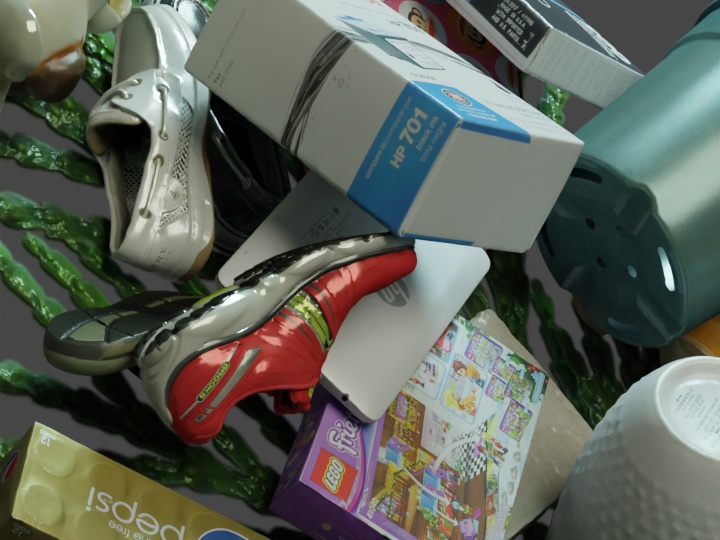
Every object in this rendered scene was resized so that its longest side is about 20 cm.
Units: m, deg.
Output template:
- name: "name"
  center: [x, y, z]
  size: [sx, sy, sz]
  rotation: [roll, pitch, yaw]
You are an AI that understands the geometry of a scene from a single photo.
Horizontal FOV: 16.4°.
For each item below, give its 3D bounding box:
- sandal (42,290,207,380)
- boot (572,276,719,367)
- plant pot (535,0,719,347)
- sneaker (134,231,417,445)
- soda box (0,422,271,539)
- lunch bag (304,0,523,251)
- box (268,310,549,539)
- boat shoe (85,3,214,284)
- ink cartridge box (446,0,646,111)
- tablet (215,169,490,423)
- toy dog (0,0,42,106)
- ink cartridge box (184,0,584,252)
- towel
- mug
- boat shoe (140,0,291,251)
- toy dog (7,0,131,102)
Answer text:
- name: "sandal"
  center: [-0.116, 0.048, 1.480]
  size: [0.200, 0.079, 0.058]
  rotation: [-11, 106, -52]
- name: "boot"
  center: [0.260, 0.045, 1.764]
  size: [0.143, 0.071, 0.201]
  rotation: [-22, 53, -37]
- name: "plant pot"
  center: [0.231, -0.059, 1.693]
  size: [0.195, 0.200, 0.201]
  rotation: [-32, 80, -28]
- name: "sneaker"
  center: [-0.043, 0.038, 1.435]
  size: [0.199, 0.077, 0.085]
  rotation: [-29, 100, -33]
- name: "soda box"
  center: [-0.115, 0.166, 1.377]
  size: [0.199, 0.064, 0.068]
  rotation: [28, 43, -19]
- name: "lunch bag"
  center: [0.051, -0.103, 1.729]
  size: [0.175, 0.082, 0.201]
  rotation: [26, 43, -23]
- name: "box"
  center: [0.034, 0.103, 1.527]
  size: [0.136, 0.039, 0.201]
  rotation: [35, 42, -12]
- name: "boat shoe"
  center: [-0.138, -0.089, 1.563]
  size: [0.069, 0.071, 0.201]
  rotation: [14, 51, -34]
- name: "ink cartridge box"
  center: [0.117, -0.186, 1.790]
  size: [0.198, 0.043, 0.200]
  rotation: [47, 14, 33]
- name: "tablet"
  center: [0.000, 0.000, 1.545]
  size: [0.130, 0.014, 0.200]
  rotation: [42, 39, -2]
- name: "toy dog"
  center: [-0.306, -0.119, 1.385]
  size: [0.199, 0.140, 0.194]
  rotation: [-11, 54, -44]
- name: "ink cartridge box"
  center: [0.014, -0.099, 1.527]
  size: [0.200, 0.086, 0.146]
  rotation: [40, 19, 30]
- name: "towel"
  center: [0.067, 0.113, 1.602]
  size: [0.133, 0.034, 0.200]
  rotation: [51, 41, 8]
- name: "mug"
  center: [0.217, 0.134, 1.561]
  size: [0.147, 0.176, 0.199]
  rotation: [39, 48, 23]
- name: "boat shoe"
  center: [-0.091, -0.113, 1.625]
  size: [0.071, 0.068, 0.201]
  rotation: [8, 53, -36]
- name: "toy dog"
  center: [-0.181, -0.196, 1.541]
  size: [0.139, 0.193, 0.201]
  rotation: [41, 72, -26]
